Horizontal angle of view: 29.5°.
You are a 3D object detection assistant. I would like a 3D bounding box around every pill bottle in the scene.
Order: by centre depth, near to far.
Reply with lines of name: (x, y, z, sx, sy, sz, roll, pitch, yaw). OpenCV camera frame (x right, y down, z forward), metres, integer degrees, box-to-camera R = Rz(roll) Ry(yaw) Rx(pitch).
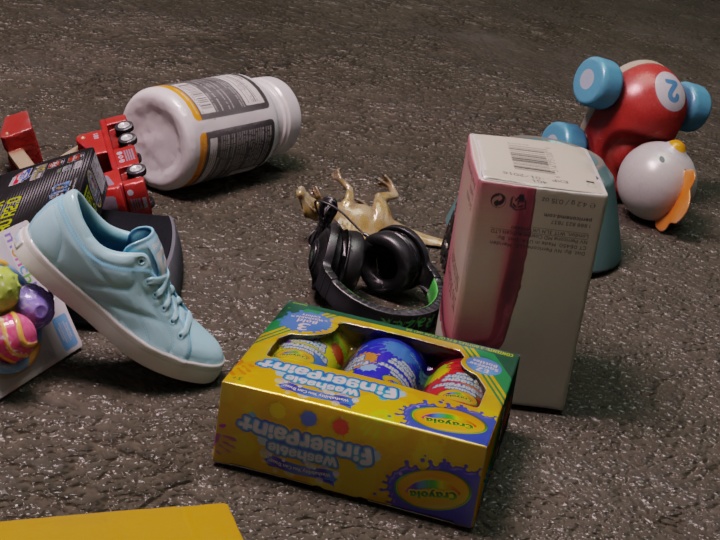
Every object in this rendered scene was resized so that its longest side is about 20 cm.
pill bottle: (-0.166, -0.163, 1.564, 0.116, 0.117, 0.200, 23, 26, 31)

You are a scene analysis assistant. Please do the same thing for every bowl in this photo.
bowl: (0.202, -0.083, 1.511, 0.200, 0.105, 0.201, 10, 20, -4)

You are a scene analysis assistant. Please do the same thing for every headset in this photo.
headset: (0.000, 0.000, 1.325, 0.123, 0.094, 0.200, 0, 39, -30)

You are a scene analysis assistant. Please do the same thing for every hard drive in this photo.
hard drive: (-0.231, -0.007, 1.261, 0.134, 0.042, 0.200, 6, 23, -6)

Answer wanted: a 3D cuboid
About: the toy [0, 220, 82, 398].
toy: (-0.278, 0.038, 1.041, 0.047, 0.115, 0.200, -15, 11, 30)

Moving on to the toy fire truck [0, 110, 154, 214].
toy fire truck: (-0.302, -0.111, 1.451, 0.141, 0.049, 0.200, -15, 39, -8)

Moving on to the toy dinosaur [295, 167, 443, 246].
toy dinosaur: (0.014, -0.055, 1.475, 0.199, 0.058, 0.101, 15, 37, -18)

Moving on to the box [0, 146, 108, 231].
box: (-0.317, -0.040, 1.230, 0.160, 0.044, 0.200, -16, 24, 3)

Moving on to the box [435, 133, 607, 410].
box: (0.133, -0.001, 1.174, 0.109, 0.201, 0.128, 7, 22, -3)

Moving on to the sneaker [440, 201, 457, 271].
sneaker: (0.141, -0.011, 1.384, 0.089, 0.079, 0.200, 9, 30, -20)

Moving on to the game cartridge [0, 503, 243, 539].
game cartridge: (-0.155, 0.204, 0.810, 0.199, 0.033, 0.176, -2, 25, -19)

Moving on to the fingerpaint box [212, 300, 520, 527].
fingerpaint box: (0.010, 0.102, 1.049, 0.199, 0.074, 0.167, 13, 23, 11)

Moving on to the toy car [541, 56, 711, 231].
toy car: (0.354, -0.138, 1.650, 0.184, 0.177, 0.200, 8, 32, -32)

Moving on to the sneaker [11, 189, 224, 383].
sneaker: (-0.175, 0.013, 1.088, 0.200, 0.082, 0.074, 38, 20, -22)
